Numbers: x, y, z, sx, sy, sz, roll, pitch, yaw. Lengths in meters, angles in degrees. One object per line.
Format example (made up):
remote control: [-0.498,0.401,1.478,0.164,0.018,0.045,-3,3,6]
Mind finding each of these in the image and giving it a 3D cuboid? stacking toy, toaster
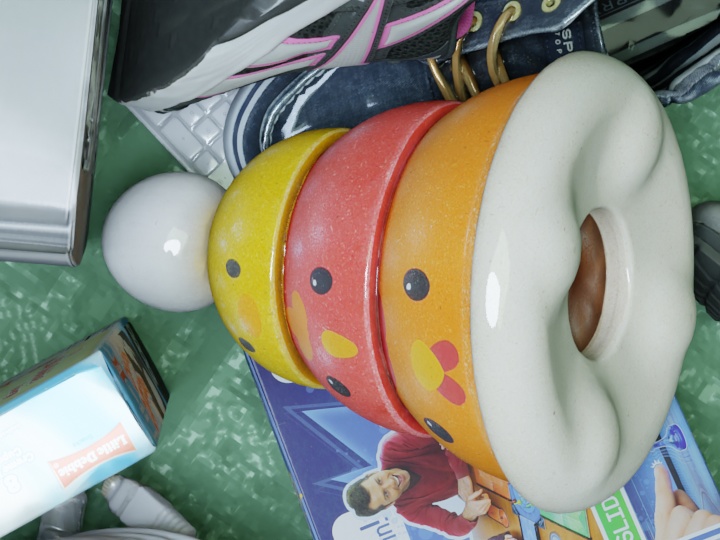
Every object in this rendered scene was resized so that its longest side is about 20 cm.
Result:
stacking toy: [0.000,0.000,0.821,0.200,0.146,0.146,3,90,30]
toaster: [-0.142,-0.085,0.807,0.118,0.181,0.200,6,89,-4]

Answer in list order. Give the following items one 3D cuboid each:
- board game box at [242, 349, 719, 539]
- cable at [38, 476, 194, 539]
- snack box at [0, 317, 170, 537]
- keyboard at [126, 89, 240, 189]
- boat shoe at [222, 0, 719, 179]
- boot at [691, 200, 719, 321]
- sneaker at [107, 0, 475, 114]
board game box: [0.049,0.078,0.847,0.135,0.034,0.200,-20,65,-2]
cable: [-0.082,0.186,0.817,0.200,0.069,0.200,27,99,34]
snack box: [-0.121,0.062,0.799,0.116,0.200,0.037,-29,93,-2]
keyboard: [0.001,-0.114,0.897,0.200,0.011,0.056,-44,92,-2]
boat shoe: [0.047,-0.074,0.853,0.200,0.091,0.071,-25,105,-2]
boot: [0.217,-0.007,0.888,0.200,0.068,0.131,29,82,-8]
sneaker: [-0.008,-0.090,0.816,0.086,0.200,0.081,21,68,-33]
